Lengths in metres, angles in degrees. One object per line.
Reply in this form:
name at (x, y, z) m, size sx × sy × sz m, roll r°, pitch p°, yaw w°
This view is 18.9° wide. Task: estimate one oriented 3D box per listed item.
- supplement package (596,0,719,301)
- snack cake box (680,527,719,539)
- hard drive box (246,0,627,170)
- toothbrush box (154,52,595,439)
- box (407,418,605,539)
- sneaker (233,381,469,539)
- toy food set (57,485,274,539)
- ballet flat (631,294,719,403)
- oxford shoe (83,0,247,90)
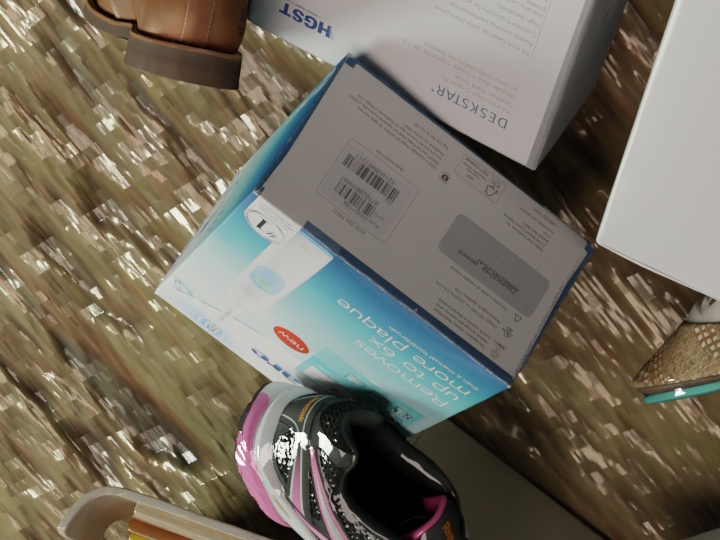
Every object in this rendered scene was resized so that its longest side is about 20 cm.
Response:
supplement package at (0.189, -0.090, 0.867) m, size 0.119 × 0.121 × 0.201 m, roll 25°, pitch 134°, yaw 13°
snack cake box at (0.204, 0.228, 1.120) m, size 0.114 × 0.067 × 0.201 m, roll -16°, pitch 122°, yaw 0°
hard drive box at (0.048, -0.167, 0.929) m, size 0.155 × 0.077 × 0.201 m, roll 29°, pitch 135°, yaw 11°
toothbrush box at (0.000, 0.000, 1.039) m, size 0.146 × 0.086 × 0.200 m, roll 37°, pitch 159°, yaw -8°
box at (0.066, 0.158, 1.189) m, size 0.199 × 0.068 × 0.082 m, roll 37°, pitch 136°, yaw 3°
sneaker at (0.022, 0.138, 1.072) m, size 0.200 × 0.081 × 0.086 m, roll 47°, pitch 151°, yaw -25°
toy food set at (-0.065, 0.189, 1.256) m, size 0.198 × 0.061 × 0.144 m, roll 16°, pitch 168°, yaw 22°
ballet flat at (0.209, 0.017, 0.996) m, size 0.199 × 0.070 × 0.066 m, roll -13°, pitch 91°, yaw 37°
oxford shoe at (-0.084, -0.134, 1.008) m, size 0.071 × 0.200 × 0.072 m, roll 9°, pitch 100°, yaw -18°
